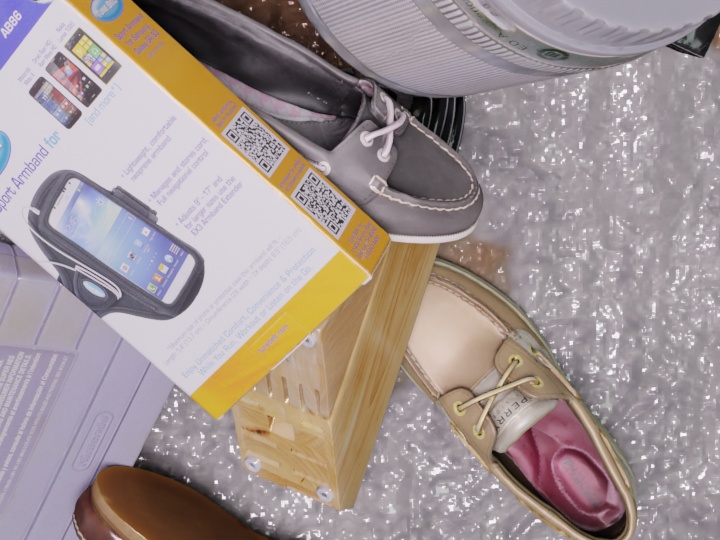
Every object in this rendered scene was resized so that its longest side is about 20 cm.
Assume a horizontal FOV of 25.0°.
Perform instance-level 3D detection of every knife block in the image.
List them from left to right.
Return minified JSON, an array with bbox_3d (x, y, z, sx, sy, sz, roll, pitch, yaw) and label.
[{"bbox_3d":[0.000,0.000,0.850,0.064,0.176,0.201,20,138,24],"label":"knife block"}]

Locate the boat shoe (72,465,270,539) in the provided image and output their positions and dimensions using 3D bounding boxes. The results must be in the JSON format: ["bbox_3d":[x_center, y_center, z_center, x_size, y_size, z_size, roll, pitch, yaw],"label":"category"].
[{"bbox_3d":[-0.076,0.172,0.869,0.199,0.071,0.070,33,112,-30],"label":"boat shoe"}]

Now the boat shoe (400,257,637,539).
[{"bbox_3d":[0.085,0.073,0.885,0.074,0.066,0.200,-45,101,6],"label":"boat shoe"}]

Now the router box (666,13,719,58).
[{"bbox_3d":[0.116,-0.217,0.827,0.199,0.051,0.150,23,99,-12],"label":"router box"}]

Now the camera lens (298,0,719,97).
[{"bbox_3d":[0.065,-0.160,0.692,0.159,0.200,0.161,0,91,-23],"label":"camera lens"}]

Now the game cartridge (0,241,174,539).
[{"bbox_3d":[-0.169,0.073,0.815,0.129,0.039,0.201,12,125,-28],"label":"game cartridge"}]

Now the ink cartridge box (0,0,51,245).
[{"bbox_3d":[-0.190,-0.058,0.805,0.199,0.086,0.147,-16,106,-6],"label":"ink cartridge box"}]

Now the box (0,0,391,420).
[{"bbox_3d":[-0.098,-0.038,0.716,0.200,0.042,0.119,43,123,-7],"label":"box"}]

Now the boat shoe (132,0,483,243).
[{"bbox_3d":[-0.031,-0.072,0.731,0.199,0.067,0.057,23,137,-3],"label":"boat shoe"}]
